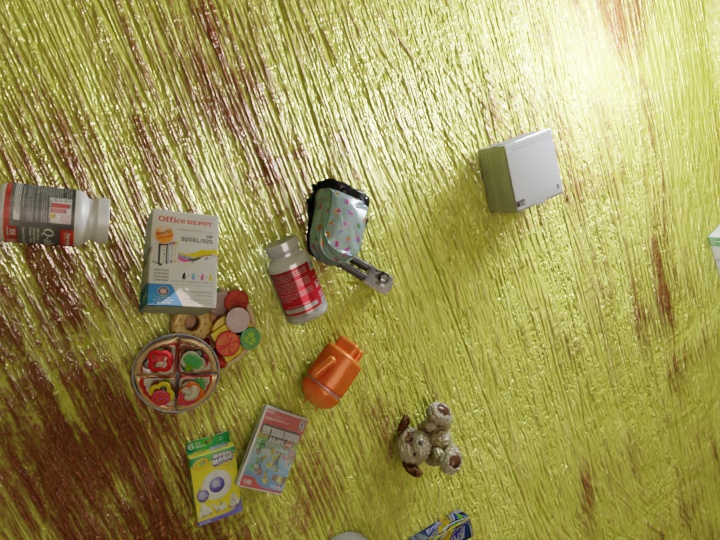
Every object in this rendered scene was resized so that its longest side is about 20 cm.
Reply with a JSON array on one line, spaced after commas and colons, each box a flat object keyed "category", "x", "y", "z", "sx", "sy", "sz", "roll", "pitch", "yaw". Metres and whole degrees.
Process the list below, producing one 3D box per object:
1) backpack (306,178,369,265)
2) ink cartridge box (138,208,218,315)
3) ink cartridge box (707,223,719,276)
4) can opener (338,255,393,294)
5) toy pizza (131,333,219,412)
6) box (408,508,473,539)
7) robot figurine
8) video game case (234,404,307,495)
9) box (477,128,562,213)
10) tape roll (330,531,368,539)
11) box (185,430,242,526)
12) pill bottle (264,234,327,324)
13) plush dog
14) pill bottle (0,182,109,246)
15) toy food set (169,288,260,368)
[{"category": "backpack", "x": -0.059, "y": -0.116, "z": 1.399, "sx": 0.164, "sy": 0.126, "sz": 0.205, "roll": 18, "pitch": 72, "yaw": -21}, {"category": "ink cartridge box", "x": -0.397, "y": -0.013, "z": 1.213, "sx": 0.144, "sy": 0.144, "sz": 0.205, "roll": 5, "pitch": 78, "yaw": -26}, {"category": "ink cartridge box", "x": 1.507, "y": -0.090, "z": 2.243, "sx": 0.144, "sy": 0.087, "sz": 0.202, "roll": -37, "pitch": 108, "yaw": -19}, {"category": "can opener", "x": 0.000, "y": 0.000, "z": 1.502, "sx": 0.197, "sy": 0.067, "sz": 0.054, "roll": 30, "pitch": 82, "yaw": -13}, {"category": "toy pizza", "x": -0.426, "y": 0.243, "z": 1.283, "sx": 0.195, "sy": 0.032, "sz": 0.205, "roll": -6, "pitch": 109, "yaw": -16}, {"category": "box", "x": 0.247, "y": 0.815, "z": 1.694, "sx": 0.196, "sy": 0.064, "sz": 0.072, "roll": -19, "pitch": 103, "yaw": -24}, {"category": "robot figurine", "x": -0.077, "y": 0.272, "z": 1.446, "sx": 0.116, "sy": 0.144, "sz": 0.202, "roll": 37, "pitch": 78, "yaw": -7}, {"category": "video game case", "x": -0.225, "y": 0.460, "z": 1.418, "sx": 0.142, "sy": 0.017, "sz": 0.204, "roll": 29, "pitch": 76, "yaw": -37}, {"category": "box", "x": 0.481, "y": -0.297, "z": 1.670, "sx": 0.196, "sy": 0.130, "sz": 0.204, "roll": -22, "pitch": 105, "yaw": -24}, {"category": "tape roll", "x": -0.018, "y": 0.849, "z": 1.519, "sx": 0.198, "sy": 0.138, "sz": 0.208, "roll": -3, "pitch": 96, "yaw": -27}, {"category": "box", "x": -0.360, "y": 0.508, "z": 1.363, "sx": 0.115, "sy": 0.048, "sz": 0.205, "roll": -10, "pitch": 98, "yaw": -27}, {"category": "pill bottle", "x": -0.164, "y": 0.022, "z": 1.379, "sx": 0.111, "sy": 0.112, "sz": 0.204, "roll": -26, "pitch": 106, "yaw": -22}, {"category": "plush dog", "x": 0.183, "y": 0.500, "z": 1.610, "sx": 0.168, "sy": 0.161, "sz": 0.205, "roll": -7, "pitch": 70, "yaw": -12}, {"category": "pill bottle", "x": -0.620, "y": -0.110, "z": 1.129, "sx": 0.196, "sy": 0.115, "sz": 0.119, "roll": 4, "pitch": 94, "yaw": -27}, {"category": "toy food set", "x": -0.342, "y": 0.138, "z": 1.334, "sx": 0.196, "sy": 0.048, "sz": 0.203, "roll": -34, "pitch": 109, "yaw": -20}]
